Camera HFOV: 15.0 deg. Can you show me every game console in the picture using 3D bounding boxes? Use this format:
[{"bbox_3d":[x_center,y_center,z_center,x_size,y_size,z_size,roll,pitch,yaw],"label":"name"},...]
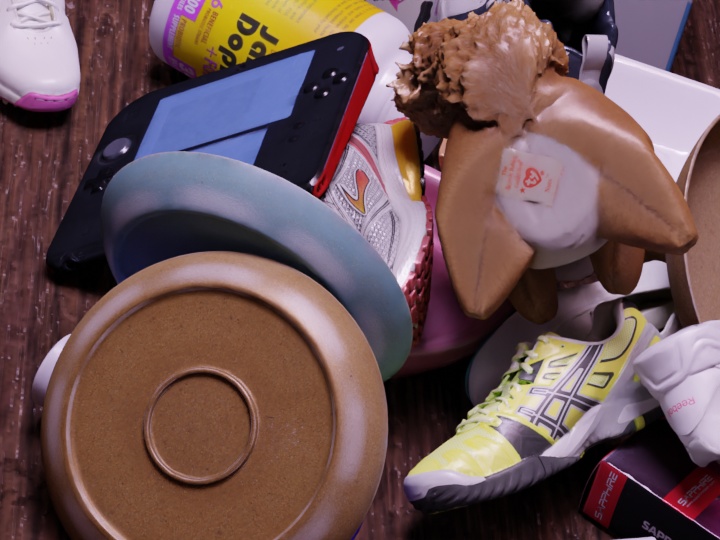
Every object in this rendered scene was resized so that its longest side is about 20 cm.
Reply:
[{"bbox_3d":[-0.091,-0.075,1.711,0.200,0.031,0.177,-16,28,26],"label":"game console"}]

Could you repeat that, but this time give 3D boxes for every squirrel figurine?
[{"bbox_3d":[0.105,-0.070,1.639,0.200,0.141,0.187,64,9,2],"label":"squirrel figurine"}]

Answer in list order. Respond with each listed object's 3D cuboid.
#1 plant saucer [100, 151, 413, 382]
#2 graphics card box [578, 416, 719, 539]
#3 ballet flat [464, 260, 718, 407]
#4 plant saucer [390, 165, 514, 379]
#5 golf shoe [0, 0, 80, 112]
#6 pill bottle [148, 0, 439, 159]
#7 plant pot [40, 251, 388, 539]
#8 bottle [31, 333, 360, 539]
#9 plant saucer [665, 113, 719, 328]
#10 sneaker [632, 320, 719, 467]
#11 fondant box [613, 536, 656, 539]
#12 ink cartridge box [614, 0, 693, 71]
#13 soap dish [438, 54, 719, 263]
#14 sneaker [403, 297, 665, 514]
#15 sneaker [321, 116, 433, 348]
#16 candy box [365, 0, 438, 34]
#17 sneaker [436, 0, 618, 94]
[{"bbox_3d":[-0.066,0.012,1.577,0.200,0.200,0.027,23,55,9],"label":"plant saucer"},{"bbox_3d":[0.246,0.153,1.623,0.200,0.051,0.125,36,42,22],"label":"graphics card box"},{"bbox_3d":[0.151,0.042,1.703,0.200,0.070,0.069,-23,52,-41],"label":"ballet flat"},{"bbox_3d":[0.000,0.000,1.724,0.200,0.051,0.201,10,39,-8],"label":"plant saucer"},{"bbox_3d":[-0.233,-0.189,1.840,0.075,0.092,0.200,-4,44,-25],"label":"golf shoe"},{"bbox_3d":[-0.036,-0.144,1.840,0.200,0.104,0.104,30,41,18],"label":"pill bottle"},{"bbox_3d":[-0.085,0.086,1.499,0.200,0.200,0.027,28,-2,15],"label":"plant pot"},{"bbox_3d":[-0.094,0.103,1.556,0.200,0.065,0.084,30,40,17],"label":"bottle"},{"bbox_3d":[0.248,-0.006,1.745,0.035,0.200,0.200,-9,21,40],"label":"plant saucer"},{"bbox_3d":[0.247,0.084,1.624,0.200,0.078,0.100,-3,68,-39],"label":"sneaker"},{"bbox_3d":[0.125,0.238,1.475,0.144,0.058,0.200,-2,43,-21],"label":"fondant box"},{"bbox_3d":[0.171,-0.262,2.019,0.146,0.147,0.200,11,38,-5],"label":"ink cartridge box"},{"bbox_3d":[0.159,-0.077,1.844,0.200,0.081,0.157,18,39,3],"label":"soap dish"},{"bbox_3d":[0.099,0.082,1.611,0.200,0.075,0.076,-26,93,-33],"label":"sneaker"},{"bbox_3d":[0.000,-0.020,1.660,0.082,0.078,0.200,-1,34,-6],"label":"sneaker"},{"bbox_3d":[0.045,-0.245,1.912,0.061,0.200,0.136,-9,43,-28],"label":"candy box"},{"bbox_3d":[0.114,-0.168,1.771,0.079,0.130,0.199,2,41,-17],"label":"sneaker"}]
